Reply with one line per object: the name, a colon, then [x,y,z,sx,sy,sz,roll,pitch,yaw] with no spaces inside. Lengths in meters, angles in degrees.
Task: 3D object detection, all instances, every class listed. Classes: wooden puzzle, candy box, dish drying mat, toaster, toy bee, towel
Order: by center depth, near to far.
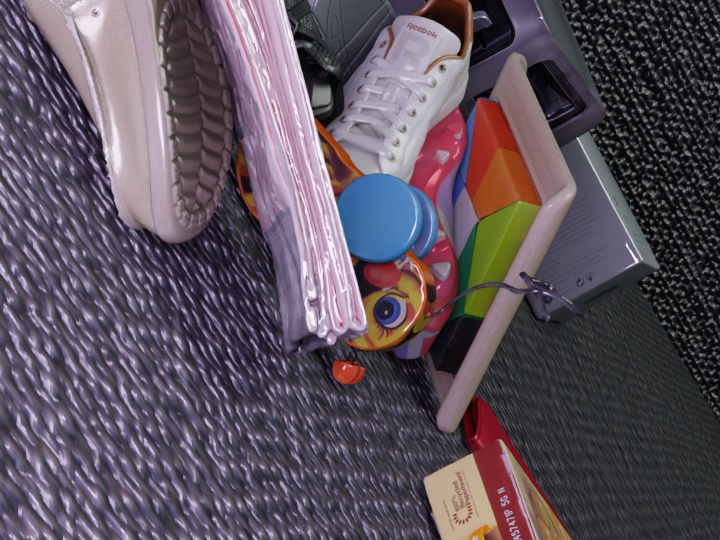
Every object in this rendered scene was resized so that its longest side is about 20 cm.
towel: [-0.040,-0.056,1.076,0.200,0.032,0.192,139,-63,-84]
toy bee: [0.000,0.000,1.230,0.200,0.109,0.131,38,4,33]
candy box: [0.112,0.202,1.316,0.200,0.055,0.116,54,12,-39]
wooden puzzle: [0.072,-0.022,1.478,0.037,0.185,0.200,17,29,-15]
dish drying mat: [0.122,0.171,1.570,0.200,0.018,0.077,58,11,-22]
toaster: [0.064,-0.144,1.677,0.200,0.180,0.119,41,25,-61]

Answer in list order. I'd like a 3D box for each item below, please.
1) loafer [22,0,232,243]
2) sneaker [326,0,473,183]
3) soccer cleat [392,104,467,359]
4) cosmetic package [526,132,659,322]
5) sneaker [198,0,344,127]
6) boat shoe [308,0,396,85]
loafer: [-0.108,-0.107,1.012,0.076,0.068,0.201,9,69,-68]
sneaker: [0.014,-0.107,1.408,0.200,0.073,0.085,-57,166,-47]
soccer cleat: [0.033,-0.036,1.462,0.077,0.066,0.200,98,-5,-46]
cosmetic package: [0.196,-0.065,2.307,0.201,0.123,0.199,62,9,7]
sneaker: [-0.064,-0.150,1.321,0.200,0.076,0.114,61,2,-39]
boat shoe: [-0.015,-0.132,1.499,0.065,0.075,0.202,29,-16,24]
